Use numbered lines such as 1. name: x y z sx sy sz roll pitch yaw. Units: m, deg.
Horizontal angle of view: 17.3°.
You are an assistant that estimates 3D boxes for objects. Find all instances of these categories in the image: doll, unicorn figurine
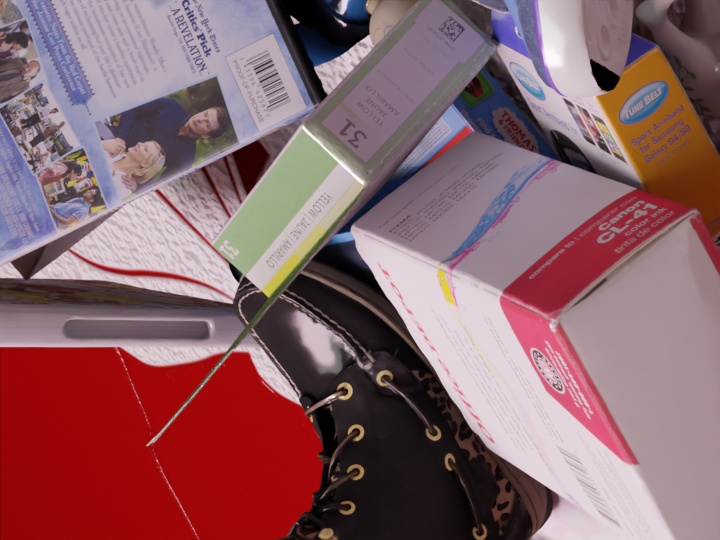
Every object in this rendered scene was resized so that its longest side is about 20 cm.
1. doll: -0.032 -0.159 1.166 0.200 0.048 0.137 37 127 26
2. unicorn figurine: 0.179 -0.079 0.985 0.200 0.074 0.138 39 155 48

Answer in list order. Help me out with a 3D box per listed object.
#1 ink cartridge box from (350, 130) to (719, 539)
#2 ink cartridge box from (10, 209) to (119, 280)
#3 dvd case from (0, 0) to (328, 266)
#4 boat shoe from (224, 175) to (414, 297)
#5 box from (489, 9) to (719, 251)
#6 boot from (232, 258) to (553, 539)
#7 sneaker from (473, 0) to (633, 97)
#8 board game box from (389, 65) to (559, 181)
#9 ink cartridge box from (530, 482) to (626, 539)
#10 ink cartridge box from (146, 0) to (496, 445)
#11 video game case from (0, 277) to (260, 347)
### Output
1. ink cartridge box: 0.097 0.031 1.048 0.148 0.085 0.200 58 168 -25
2. ink cartridge box: -0.158 -0.122 1.292 0.147 0.145 0.200 49 149 3
3. dvd case: -0.132 -0.103 1.157 0.143 0.199 0.018 65 -169 1
4. boat shoe: 0.000 0.000 1.210 0.200 0.084 0.069 -2 125 57
5. box: 0.127 -0.041 1.049 0.201 0.041 0.119 60 173 -25
6. boot: -0.011 0.101 1.154 0.200 0.151 0.073 46 142 -10
7. sneaker: 0.026 -0.153 0.977 0.146 0.080 0.201 -13 77 23
8. board game box: 0.072 -0.010 1.218 0.200 0.037 0.151 51 150 1
9. ink cartridge box: 0.094 0.139 1.290 0.162 0.057 0.201 23 146 26
10. ink cartridge box: -0.032 -0.023 1.069 0.048 0.200 0.146 43 151 0
11. video game case: -0.169 0.021 1.283 0.199 0.181 0.023 7 94 54
